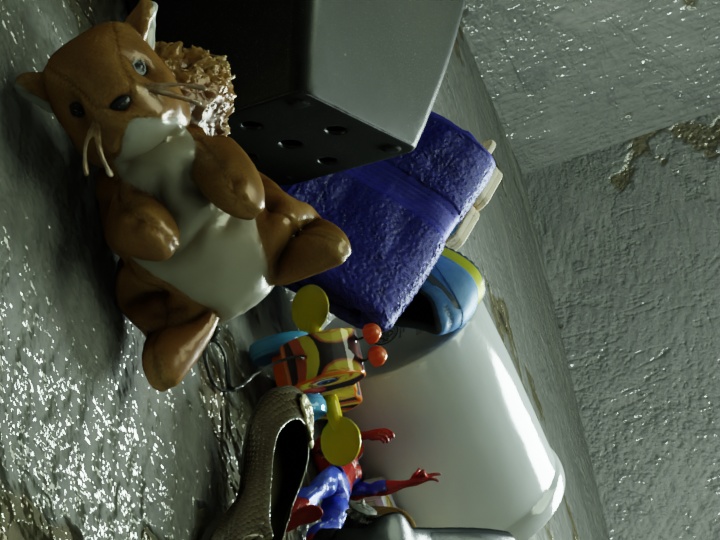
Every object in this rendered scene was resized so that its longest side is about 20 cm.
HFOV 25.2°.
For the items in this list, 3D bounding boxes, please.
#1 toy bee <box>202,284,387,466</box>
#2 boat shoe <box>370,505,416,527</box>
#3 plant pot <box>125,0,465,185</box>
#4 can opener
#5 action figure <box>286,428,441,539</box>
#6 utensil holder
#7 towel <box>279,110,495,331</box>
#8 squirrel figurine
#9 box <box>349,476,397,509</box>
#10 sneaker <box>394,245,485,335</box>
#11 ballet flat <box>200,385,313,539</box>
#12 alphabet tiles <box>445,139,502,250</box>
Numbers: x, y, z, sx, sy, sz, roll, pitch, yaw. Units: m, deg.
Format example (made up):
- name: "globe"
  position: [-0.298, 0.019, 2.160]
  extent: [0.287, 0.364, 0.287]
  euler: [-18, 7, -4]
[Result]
- name: "toy bee"
  position: [-0.026, 0.079, 1.175]
  extent: [0.200, 0.109, 0.131]
  euler: [-38, 112, -78]
- name: "boat shoe"
  position: [0.008, 0.247, 1.202]
  extent: [0.200, 0.074, 0.069]
  euler: [-79, 169, -68]
- name: "plant pot"
  position: [-0.048, -0.173, 1.179]
  extent: [0.200, 0.199, 0.178]
  euler: [20, 64, -49]
- name: "can opener"
  position: [0.039, 0.202, 1.155]
  extent: [0.200, 0.063, 0.079]
  euler: [5, 90, -53]
- name: "action figure"
  position: [0.003, 0.162, 1.226]
  extent: [0.200, 0.099, 0.065]
  euler: [-70, 142, -76]
- name: "utensil holder"
  position: [0.063, 0.129, 1.390]
  extent: [0.170, 0.170, 0.200]
  euler: [-85, 152, -63]
- name: "towel"
  position: [0.006, -0.058, 1.271]
  extent: [0.200, 0.148, 0.050]
  euler: [-57, 170, -32]
- name: "squirrel figurine"
  position: [-0.122, -0.067, 0.958]
  extent: [0.187, 0.141, 0.200]
  euler: [55, 4, -26]
- name: "box"
  position: [0.035, 0.268, 1.347]
  extent: [0.041, 0.039, 0.200]
  euler: [-74, 145, -68]
- name: "sneaker"
  position: [0.000, 0.000, 1.310]
  extent: [0.078, 0.200, 0.066]
  euler: [-41, 144, -47]
- name: "ballet flat"
  position: [-0.054, 0.139, 1.024]
  extent: [0.200, 0.046, 0.067]
  euler: [-66, 142, -60]
- name: "alphabet tiles"
  position: [0.059, -0.039, 1.550]
  extent: [0.015, 0.200, 0.196]
  euler: [41, 61, -17]
